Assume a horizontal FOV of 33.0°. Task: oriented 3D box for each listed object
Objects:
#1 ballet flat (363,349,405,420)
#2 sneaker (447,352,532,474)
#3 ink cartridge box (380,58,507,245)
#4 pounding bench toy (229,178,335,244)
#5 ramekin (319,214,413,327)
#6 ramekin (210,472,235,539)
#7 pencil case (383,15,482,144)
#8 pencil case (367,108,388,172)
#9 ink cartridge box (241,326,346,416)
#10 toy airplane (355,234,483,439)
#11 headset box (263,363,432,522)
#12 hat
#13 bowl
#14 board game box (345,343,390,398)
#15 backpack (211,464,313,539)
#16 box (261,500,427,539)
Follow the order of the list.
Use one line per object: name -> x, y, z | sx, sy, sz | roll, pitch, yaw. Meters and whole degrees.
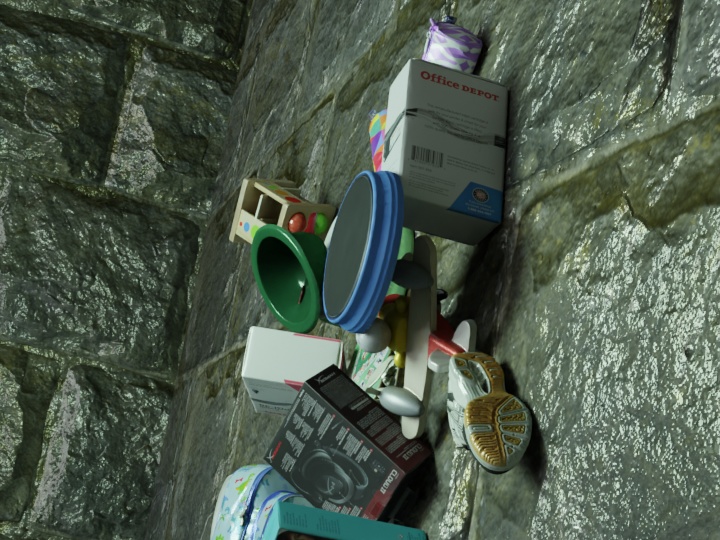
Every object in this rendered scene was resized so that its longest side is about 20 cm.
ballet flat -> 0.024, 0.190, 1.640 | 0.202, 0.070, 0.071 | -64, 17, 4
sneaker -> 0.140, 0.174, 1.344 | 0.201, 0.074, 0.089 | -99, 14, -63
ink cartridge box -> 0.106, -0.152, 1.559 | 0.084, 0.143, 0.203 | 134, 146, -60
pounding bench toy -> -0.117, -0.087, 2.323 | 0.155, 0.198, 0.126 | 31, 112, 40
ramekin -> 0.000, 0.000, 1.874 | 0.200, 0.096, 0.203 | -166, 90, -74
ramekin -> -0.198, 0.452, 2.163 | 0.200, 0.104, 0.203 | -166, 90, -74
pencil case -> 0.107, -0.259, 1.751 | 0.084, 0.084, 0.202 | 55, 131, 54
pencil case -> 0.058, -0.170, 1.851 | 0.201, 0.087, 0.089 | -97, 27, -47
ink cartridge box -> -0.097, 0.166, 1.880 | 0.200, 0.144, 0.084 | 85, -166, -67
toy airplane -> 0.065, 0.086, 1.506 | 0.200, 0.139, 0.203 | 118, 148, -60
headset box -> -0.011, 0.247, 1.583 | 0.077, 0.199, 0.150 | -28, -28, -53
hat -> -0.059, -0.022, 1.889 | 0.201, 0.175, 0.166 | 58, 144, 13
bowl -> 0.000, -0.025, 1.491 | 0.200, 0.039, 0.204 | -167, 90, -75
board game box -> 0.001, 0.191, 1.752 | 0.134, 0.029, 0.202 | -3, 63, 67
backpack -> -0.121, 0.397, 1.837 | 0.146, 0.182, 0.203 | -16, 55, 45
box -> -0.020, 0.345, 1.484 | 0.049, 0.197, 0.083 | -104, 32, -58
